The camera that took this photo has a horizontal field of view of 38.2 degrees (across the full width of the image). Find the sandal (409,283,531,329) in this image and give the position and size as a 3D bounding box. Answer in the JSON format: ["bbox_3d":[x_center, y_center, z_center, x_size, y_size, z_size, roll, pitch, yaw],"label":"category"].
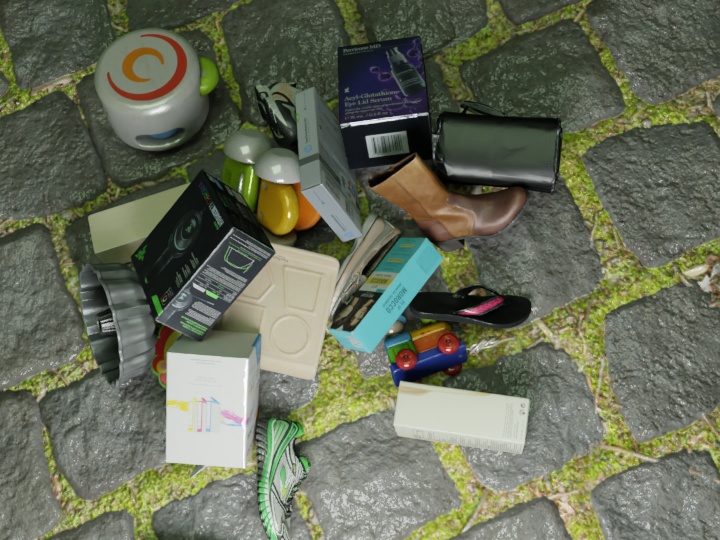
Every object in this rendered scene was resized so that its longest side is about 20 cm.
[{"bbox_3d":[0.177,0.051,1.633,0.198,0.045,0.075,3,34,-9],"label":"sandal"}]

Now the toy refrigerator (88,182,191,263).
[{"bbox_3d":[-0.348,-0.076,1.754,0.198,0.070,0.076,-18,65,0],"label":"toy refrigerator"}]

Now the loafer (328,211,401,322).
[{"bbox_3d":[0.000,0.000,1.691,0.063,0.072,0.201,26,75,6],"label":"loafer"}]

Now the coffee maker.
[{"bbox_3d":[0.218,-0.182,1.656,0.198,0.192,0.136,5,115,9],"label":"coffee maker"}]

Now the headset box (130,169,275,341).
[{"bbox_3d":[-0.247,-0.019,1.579,0.200,0.093,0.174,-48,41,13],"label":"headset box"}]

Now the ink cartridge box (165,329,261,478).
[{"bbox_3d":[-0.224,0.205,1.592,0.124,0.129,0.202,4,104,3],"label":"ink cartridge box"}]

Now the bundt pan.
[{"bbox_3d":[-0.381,0.078,1.656,0.075,0.202,0.203,-13,70,-27],"label":"bundt pan"}]

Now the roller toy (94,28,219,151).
[{"bbox_3d":[-0.356,-0.307,1.785,0.199,0.140,0.183,31,68,17],"label":"roller toy"}]

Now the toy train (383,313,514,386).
[{"bbox_3d":[0.130,0.099,1.646,0.199,0.085,0.116,-20,55,-4],"label":"toy train"}]

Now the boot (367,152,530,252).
[{"bbox_3d":[0.140,-0.126,1.616,0.187,0.200,0.069,-19,45,36],"label":"boot"}]

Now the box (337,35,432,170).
[{"bbox_3d":[0.040,-0.278,1.714,0.147,0.105,0.201,-8,51,5],"label":"box"}]

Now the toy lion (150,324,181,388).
[{"bbox_3d":[-0.241,0.112,1.692,0.198,0.069,0.193,-1,80,6],"label":"toy lion"}]

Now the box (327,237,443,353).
[{"bbox_3d":[0.040,0.037,1.645,0.049,0.082,0.200,47,70,-23],"label":"box"}]

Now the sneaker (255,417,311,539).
[{"bbox_3d":[-0.118,0.326,1.601,0.084,0.078,0.202,-2,77,-3],"label":"sneaker"}]

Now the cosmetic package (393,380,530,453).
[{"bbox_3d":[0.154,0.224,1.586,0.198,0.105,0.072,8,73,7],"label":"cosmetic package"}]

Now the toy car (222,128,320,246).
[{"bbox_3d":[-0.140,-0.132,1.707,0.149,0.176,0.200,-15,36,-41],"label":"toy car"}]

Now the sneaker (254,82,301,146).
[{"bbox_3d":[-0.123,-0.272,1.743,0.079,0.074,0.200,-14,34,-8],"label":"sneaker"}]

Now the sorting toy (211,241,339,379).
[{"bbox_3d":[-0.140,0.057,1.647,0.184,0.036,0.202,13,95,2],"label":"sorting toy"}]

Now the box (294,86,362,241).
[{"bbox_3d":[-0.051,-0.171,1.673,0.041,0.156,0.201,-16,56,18],"label":"box"}]
